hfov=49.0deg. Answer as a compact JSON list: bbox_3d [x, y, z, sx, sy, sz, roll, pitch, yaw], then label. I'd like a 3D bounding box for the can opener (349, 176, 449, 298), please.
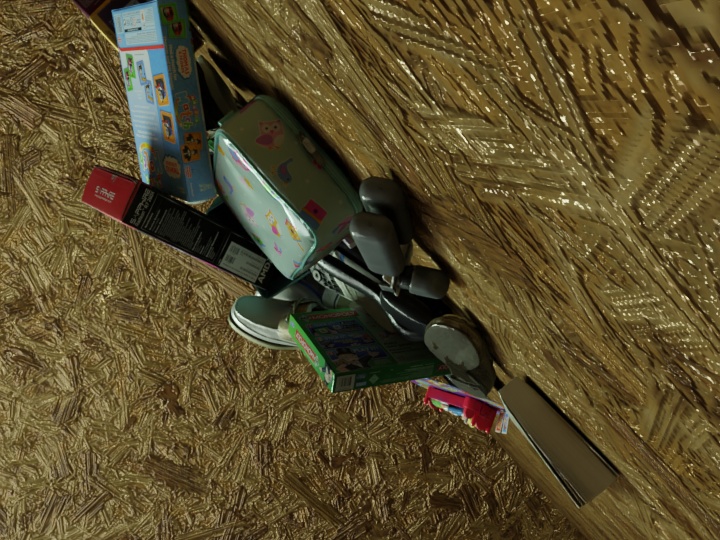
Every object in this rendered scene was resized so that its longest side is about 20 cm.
[{"bbox_3d":[0.039,-0.018,0.632,0.066,0.054,0.200,14,170,11],"label":"can opener"}]

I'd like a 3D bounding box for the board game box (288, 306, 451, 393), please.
[{"bbox_3d":[0.029,0.087,0.963,0.135,0.199,0.029,45,132,52],"label":"board game box"}]

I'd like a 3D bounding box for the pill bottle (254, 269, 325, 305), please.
[{"bbox_3d":[-0.074,0.013,1.188,0.114,0.113,0.200,48,-145,-14],"label":"pill bottle"}]

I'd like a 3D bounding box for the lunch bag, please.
[{"bbox_3d":[-0.082,-0.083,0.799,0.161,0.077,0.200,51,161,2],"label":"lunch bag"}]

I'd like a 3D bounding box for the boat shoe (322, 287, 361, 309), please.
[{"bbox_3d":[0.001,0.063,1.125,0.062,0.072,0.200,37,178,22],"label":"boat shoe"}]

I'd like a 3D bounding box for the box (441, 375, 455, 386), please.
[{"bbox_3d":[0.108,0.104,1.156,0.159,0.048,0.200,48,178,19],"label":"box"}]

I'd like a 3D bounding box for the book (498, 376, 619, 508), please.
[{"bbox_3d":[0.204,0.182,0.846,0.134,0.048,0.200,51,-179,20],"label":"book"}]

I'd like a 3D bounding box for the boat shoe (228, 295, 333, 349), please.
[{"bbox_3d":[-0.076,0.068,1.049,0.198,0.075,0.069,16,139,-1],"label":"boat shoe"}]

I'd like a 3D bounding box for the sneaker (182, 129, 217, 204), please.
[{"bbox_3d":[-0.210,-0.140,1.090,0.078,0.086,0.200,37,146,-15],"label":"sneaker"}]

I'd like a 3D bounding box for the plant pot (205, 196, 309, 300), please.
[{"bbox_3d":[-0.116,-0.078,1.105,0.142,0.141,0.200,57,-179,-17],"label":"plant pot"}]

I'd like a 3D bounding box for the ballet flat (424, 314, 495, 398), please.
[{"bbox_3d":[0.116,0.087,0.857,0.067,0.047,0.200,20,161,27],"label":"ballet flat"}]

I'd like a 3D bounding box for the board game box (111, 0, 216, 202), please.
[{"bbox_3d":[-0.215,-0.183,0.857,0.151,0.036,0.202,20,120,54],"label":"board game box"}]

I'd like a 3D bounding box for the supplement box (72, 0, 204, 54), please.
[{"bbox_3d":[-0.285,-0.316,0.996,0.110,0.086,0.200,49,177,-35],"label":"supplement box"}]

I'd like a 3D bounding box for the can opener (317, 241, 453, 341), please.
[{"bbox_3d":[0.022,0.012,0.906,0.200,0.063,0.079,37,155,27],"label":"can opener"}]

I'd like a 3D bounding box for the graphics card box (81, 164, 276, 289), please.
[{"bbox_3d":[-0.200,-0.048,0.893,0.199,0.051,0.125,27,176,-41],"label":"graphics card box"}]

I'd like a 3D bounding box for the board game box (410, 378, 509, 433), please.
[{"bbox_3d":[0.144,0.200,1.139,0.157,0.039,0.200,21,169,-4],"label":"board game box"}]

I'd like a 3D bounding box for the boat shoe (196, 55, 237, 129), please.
[{"bbox_3d":[-0.198,-0.218,0.985,0.072,0.067,0.200,53,-174,-26],"label":"boat shoe"}]

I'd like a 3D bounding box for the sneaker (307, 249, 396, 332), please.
[{"bbox_3d":[0.000,0.000,0.985,0.200,0.072,0.072,40,131,16],"label":"sneaker"}]

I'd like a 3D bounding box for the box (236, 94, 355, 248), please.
[{"bbox_3d":[-0.063,-0.110,0.897,0.200,0.039,0.041,48,176,4],"label":"box"}]

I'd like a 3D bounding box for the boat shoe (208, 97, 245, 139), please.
[{"bbox_3d":[-0.187,-0.223,1.195,0.071,0.068,0.200,4,-174,-3],"label":"boat shoe"}]
